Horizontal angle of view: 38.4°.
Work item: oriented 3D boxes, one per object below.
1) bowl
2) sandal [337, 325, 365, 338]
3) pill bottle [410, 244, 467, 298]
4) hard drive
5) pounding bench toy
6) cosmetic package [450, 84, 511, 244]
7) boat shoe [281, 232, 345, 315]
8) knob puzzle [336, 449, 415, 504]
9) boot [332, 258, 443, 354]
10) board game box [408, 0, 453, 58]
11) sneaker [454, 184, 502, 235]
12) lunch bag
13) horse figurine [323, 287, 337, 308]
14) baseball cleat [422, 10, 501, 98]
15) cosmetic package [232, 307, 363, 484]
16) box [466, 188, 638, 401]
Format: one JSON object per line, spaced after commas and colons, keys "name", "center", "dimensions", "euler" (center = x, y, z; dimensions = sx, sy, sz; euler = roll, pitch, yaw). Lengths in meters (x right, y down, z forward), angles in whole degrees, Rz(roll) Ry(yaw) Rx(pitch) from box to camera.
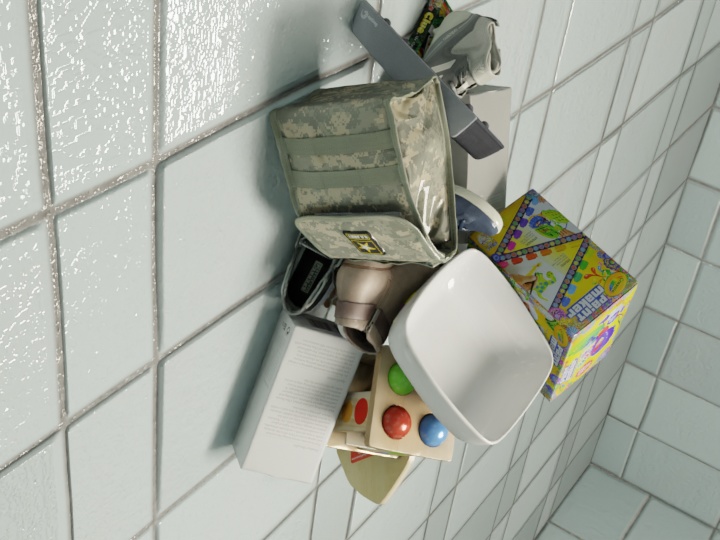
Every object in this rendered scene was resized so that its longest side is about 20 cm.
{"name": "bowl", "center": [0.125, 0.097, 1.264], "dimensions": [0.075, 0.200, 0.200], "euler": [-25, -166, 47]}
{"name": "sandal", "center": [0.005, 0.004, 1.321], "dimensions": [0.082, 0.050, 0.203], "euler": [41, 52, -34]}
{"name": "pill bottle", "center": [0.143, 0.025, 1.564], "dimensions": [0.200, 0.104, 0.104], "euler": [-39, 155, 3]}
{"name": "hard drive", "center": [0.073, -0.211, 1.172], "dimensions": [0.042, 0.200, 0.135], "euler": [-44, 159, 10]}
{"name": "pounding bench toy", "center": [0.046, 0.136, 1.337], "dimensions": [0.124, 0.156, 0.201], "euler": [15, 75, -27]}
{"name": "cosmetic package", "center": [0.138, -0.145, 1.376], "dimensions": [0.107, 0.090, 0.201], "euler": [-17, 111, -49]}
{"name": "boat shoe", "center": [-0.044, -0.038, 1.243], "dimensions": [0.200, 0.073, 0.068], "euler": [-60, 172, 14]}
{"name": "knob puzzle", "center": [0.034, 0.233, 1.467], "dimensions": [0.030, 0.220, 0.220], "euler": [18, 99, -33]}
{"name": "boot", "center": [0.033, 0.032, 1.267], "dimensions": [0.200, 0.070, 0.147], "euler": [36, 66, -48]}
{"name": "board game box", "center": [0.109, -0.277, 1.379], "dimensions": [0.105, 0.023, 0.200], "euler": [-65, 156, -2]}
{"name": "sneaker", "center": [0.075, -0.070, 1.294], "dimensions": [0.075, 0.199, 0.085], "euler": [85, 28, -68]}
{"name": "lunch bag", "center": [0.010, -0.095, 1.116], "dimensions": [0.118, 0.163, 0.201], "euler": [-36, 120, -47]}
{"name": "horse figurine", "center": [0.001, 0.011, 1.406], "dimensions": [0.133, 0.050, 0.200], "euler": [-59, 154, -17]}
{"name": "baseball cleat", "center": [0.106, -0.227, 1.269], "dimensions": [0.070, 0.106, 0.201], "euler": [26, 88, -52]}
{"name": "cosmetic package", "center": [-0.080, 0.159, 1.312], "dimensions": [0.101, 0.071, 0.201], "euler": [17, 102, -22]}
{"name": "box", "center": [0.243, 0.037, 1.391], "dimensions": [0.122, 0.193, 0.200], "euler": [-35, 155, -19]}
